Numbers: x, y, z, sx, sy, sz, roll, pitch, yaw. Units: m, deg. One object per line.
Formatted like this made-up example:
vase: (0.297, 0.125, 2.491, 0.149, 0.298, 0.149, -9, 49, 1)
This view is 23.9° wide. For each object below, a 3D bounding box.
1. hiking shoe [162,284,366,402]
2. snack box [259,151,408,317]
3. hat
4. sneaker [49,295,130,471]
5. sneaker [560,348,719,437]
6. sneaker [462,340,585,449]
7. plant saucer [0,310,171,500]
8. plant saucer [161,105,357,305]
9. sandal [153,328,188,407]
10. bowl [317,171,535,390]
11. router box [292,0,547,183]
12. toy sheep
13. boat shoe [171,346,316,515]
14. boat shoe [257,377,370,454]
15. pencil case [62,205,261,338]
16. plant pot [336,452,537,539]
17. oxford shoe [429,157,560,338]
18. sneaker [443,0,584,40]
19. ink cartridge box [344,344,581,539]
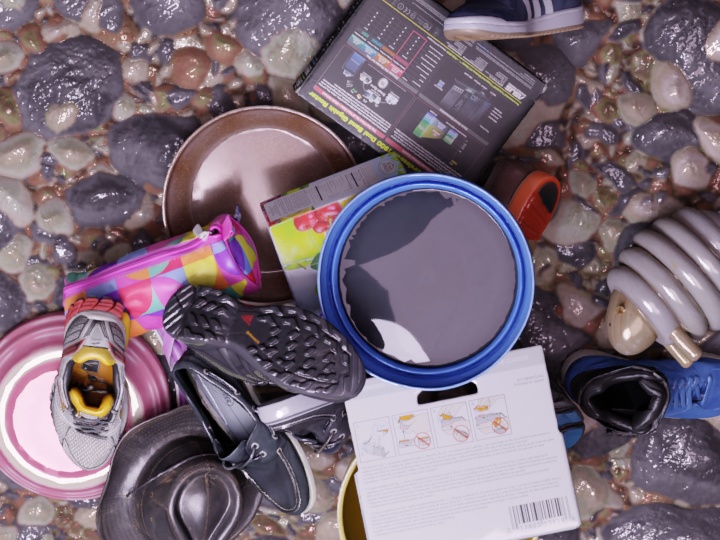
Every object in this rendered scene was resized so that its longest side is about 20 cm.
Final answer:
hiking shoe: (-0.082, 0.071, 1.584, 0.200, 0.101, 0.076, 22, 78, 15)
snack box: (0.000, 0.000, 1.656, 0.142, 0.053, 0.200, -20, 125, -3)
hat: (-0.164, 0.236, 1.700, 0.200, 0.081, 0.201, -13, 118, -25)
sneaker: (-0.262, 0.121, 1.625, 0.078, 0.082, 0.200, 3, 131, -5)
sneaker: (0.307, 0.127, 1.712, 0.199, 0.111, 0.077, 8, 106, -5)
sneaker: (0.139, 0.102, 1.704, 0.073, 0.082, 0.200, -41, 110, 2)
plant saucer: (-0.292, 0.142, 1.717, 0.200, 0.051, 0.201, -1, 104, -3)
plant saucer: (-0.095, -0.066, 1.680, 0.200, 0.037, 0.201, -1, 106, -3)
sandal: (-0.163, 0.079, 1.707, 0.082, 0.050, 0.203, -15, 105, 1)
bowl: (0.061, 0.009, 1.570, 0.200, 0.039, 0.201, 1, 96, 6)
router box: (0.057, -0.178, 1.644, 0.200, 0.062, 0.150, 35, 100, -11)
toy sheep: (0.320, 0.007, 1.676, 0.200, 0.138, 0.138, -41, 103, -7)
boat shoe: (-0.117, 0.158, 1.646, 0.074, 0.066, 0.200, -25, 94, 36)
boat shoe: (-0.034, 0.146, 1.658, 0.070, 0.200, 0.066, -18, 84, 21)
pencil case: (-0.192, 0.009, 1.638, 0.200, 0.088, 0.089, -23, 105, 16)
plant pot: (0.073, 0.215, 1.707, 0.199, 0.142, 0.201, -1, 105, -4)
oxford shoe: (0.112, -0.016, 1.635, 0.200, 0.072, 0.071, -56, 145, -3)
sneaker: (0.140, -0.271, 1.577, 0.070, 0.200, 0.109, 5, 104, 37)
ink cartridge box: (0.092, 0.175, 1.605, 0.199, 0.044, 0.174, -11, 80, 0)
